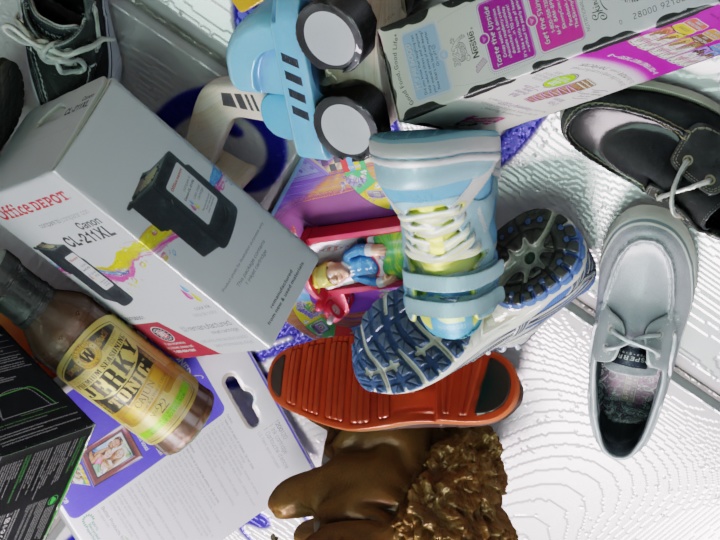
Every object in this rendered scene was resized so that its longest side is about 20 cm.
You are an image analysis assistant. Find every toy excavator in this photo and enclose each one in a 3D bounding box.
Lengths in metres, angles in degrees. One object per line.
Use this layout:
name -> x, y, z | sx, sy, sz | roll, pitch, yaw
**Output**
toy excavator -> -0.053, -0.126, 0.934 | 0.198, 0.100, 0.196 | 12, 131, 27

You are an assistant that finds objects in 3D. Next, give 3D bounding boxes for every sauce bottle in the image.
sauce bottle -> -0.200, 0.061, 1.038 | 0.200, 0.065, 0.065 | 39, 128, -23

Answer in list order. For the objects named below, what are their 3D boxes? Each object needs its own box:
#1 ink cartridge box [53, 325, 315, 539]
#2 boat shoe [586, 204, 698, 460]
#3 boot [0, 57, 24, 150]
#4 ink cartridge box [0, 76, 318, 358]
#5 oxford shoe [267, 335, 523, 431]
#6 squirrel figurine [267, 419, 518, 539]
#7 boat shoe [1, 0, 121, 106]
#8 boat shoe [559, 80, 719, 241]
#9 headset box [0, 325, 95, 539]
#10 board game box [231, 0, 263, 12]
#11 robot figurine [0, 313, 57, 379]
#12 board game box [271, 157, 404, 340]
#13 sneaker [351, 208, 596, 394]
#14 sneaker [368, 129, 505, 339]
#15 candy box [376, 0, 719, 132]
ink cartridge box -> -0.161, 0.143, 1.134 | 0.199, 0.043, 0.199 | -33, 115, -15
boat shoe -> 0.198, 0.051, 0.986 | 0.069, 0.072, 0.202 | 8, 128, 12
boot -> -0.323, -0.109, 1.013 | 0.130, 0.068, 0.200 | 29, 147, -6
ink cartridge box -> -0.153, -0.029, 0.982 | 0.200, 0.083, 0.145 | 40, 153, -25
oxford shoe -> 0.027, 0.094, 1.066 | 0.198, 0.072, 0.073 | 5, 167, 16
squirrel figurine -> 0.022, 0.195, 1.074 | 0.198, 0.187, 0.143 | -2, 125, 19
boat shoe -> -0.203, -0.171, 0.950 | 0.073, 0.068, 0.201 | 20, 129, 3
boat shoe -> 0.220, -0.063, 0.898 | 0.199, 0.068, 0.072 | 26, 131, -1
headset box -> -0.317, 0.124, 1.029 | 0.200, 0.092, 0.175 | 40, 119, 23
board game box -> -0.065, -0.254, 0.759 | 0.040, 0.201, 0.153 | -24, 116, 31
robot figurine -> -0.280, 0.105, 1.153 | 0.143, 0.117, 0.201 | -11, 123, 36
board game box -> 0.000, 0.000, 1.030 | 0.157, 0.039, 0.201 | 29, 130, -5
sneaker -> 0.085, 0.037, 0.995 | 0.199, 0.078, 0.085 | -30, 152, 22
sneaker -> 0.053, -0.021, 0.872 | 0.079, 0.200, 0.132 | 0, 90, 16
candy box -> 0.128, -0.141, 0.821 | 0.198, 0.136, 0.062 | -18, 82, 27
